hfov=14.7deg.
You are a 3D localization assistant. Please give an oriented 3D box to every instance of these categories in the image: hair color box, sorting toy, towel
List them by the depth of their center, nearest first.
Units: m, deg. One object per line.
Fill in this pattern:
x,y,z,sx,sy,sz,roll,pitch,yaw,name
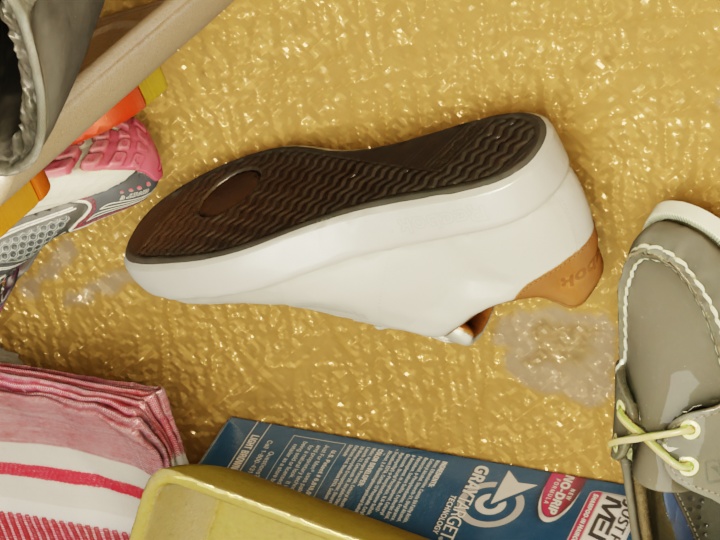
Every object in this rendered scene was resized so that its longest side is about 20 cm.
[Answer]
-0.150,-0.044,1.045,0.199,0.185,0.037,-18,109,36,sorting toy
0.028,0.132,1.175,0.199,0.061,0.100,8,128,22,hair color box
-0.120,0.125,1.197,0.143,0.023,0.201,6,128,32,towel

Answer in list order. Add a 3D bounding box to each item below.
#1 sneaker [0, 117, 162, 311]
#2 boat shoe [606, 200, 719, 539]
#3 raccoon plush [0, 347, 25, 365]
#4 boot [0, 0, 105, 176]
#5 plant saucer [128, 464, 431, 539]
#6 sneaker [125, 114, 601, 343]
-0.164,-0.003,1.125,0.199,0.081,0.075,-27,110,16,sneaker
0.129,0.068,1.056,0.072,0.060,0.202,22,138,42,boat shoe
-0.257,0.015,1.242,0.199,0.134,0.097,19,121,-29,raccoon plush
-0.115,-0.157,0.929,0.072,0.200,0.182,-5,122,30,boot
-0.006,0.168,1.129,0.199,0.049,0.201,20,128,1,plant saucer
0.000,0.000,1.068,0.199,0.073,0.085,-6,128,35,sneaker
